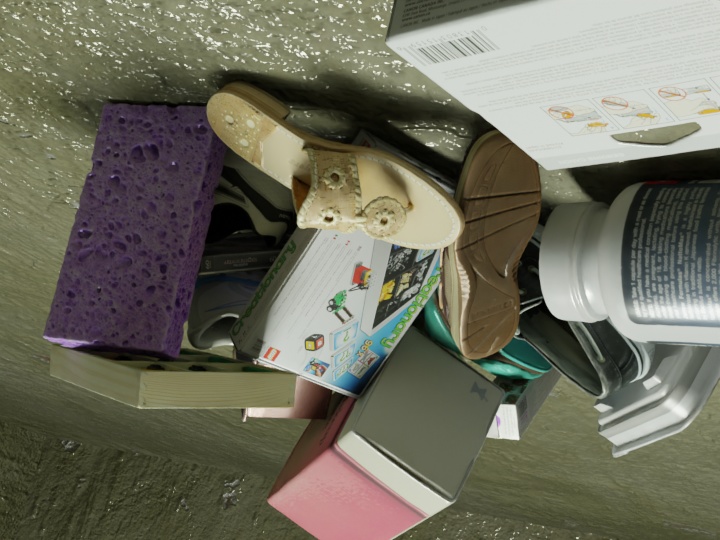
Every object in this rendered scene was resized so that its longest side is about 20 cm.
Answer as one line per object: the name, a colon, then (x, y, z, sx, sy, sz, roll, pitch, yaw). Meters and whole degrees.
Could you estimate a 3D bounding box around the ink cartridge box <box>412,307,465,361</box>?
ink cartridge box: (0.016, 0.042, 1.150, 0.200, 0.076, 0.148, 57, 172, -31)

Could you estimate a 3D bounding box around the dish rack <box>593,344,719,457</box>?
dish rack: (0.265, 0.067, 0.996, 0.044, 0.172, 0.200, 34, 162, 2)

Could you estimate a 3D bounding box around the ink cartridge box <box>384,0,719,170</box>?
ink cartridge box: (0.144, -0.122, 0.671, 0.200, 0.044, 0.174, -4, 156, 43)

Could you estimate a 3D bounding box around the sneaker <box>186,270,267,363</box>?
sneaker: (-0.054, 0.045, 1.005, 0.200, 0.087, 0.075, -2, 132, 4)

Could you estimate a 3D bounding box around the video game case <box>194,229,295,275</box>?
video game case: (-0.086, -0.019, 1.030, 0.200, 0.019, 0.143, -5, -171, -35)

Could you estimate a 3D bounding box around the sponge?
sponge: (-0.174, -0.033, 0.926, 0.111, 0.200, 0.030, 6, 166, 24)

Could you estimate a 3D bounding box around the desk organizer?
desk organizer: (-0.077, 0.050, 1.113, 0.077, 0.200, 0.072, 4, 125, -14)

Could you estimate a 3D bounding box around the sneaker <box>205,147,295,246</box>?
sneaker: (-0.146, -0.068, 0.988, 0.200, 0.088, 0.076, 7, 163, 24)

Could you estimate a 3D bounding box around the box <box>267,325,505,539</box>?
box: (0.019, 0.160, 1.061, 0.109, 0.128, 0.200, 36, 142, -5)

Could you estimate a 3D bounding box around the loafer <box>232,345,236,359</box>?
loafer: (-0.068, 0.058, 1.237, 0.067, 0.076, 0.200, 11, -158, 22)

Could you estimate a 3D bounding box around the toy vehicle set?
toy vehicle set: (-0.153, 0.082, 0.924, 0.124, 0.027, 0.200, 4, 180, -33)

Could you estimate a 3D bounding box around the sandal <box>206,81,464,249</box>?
sandal: (-0.034, -0.057, 0.838, 0.212, 0.070, 0.078, 31, 138, 13)

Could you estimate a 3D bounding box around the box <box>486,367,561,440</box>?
box: (0.169, 0.103, 1.162, 0.039, 0.041, 0.200, 3, -157, 26)

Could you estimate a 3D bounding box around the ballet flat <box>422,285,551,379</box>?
ballet flat: (0.098, 0.055, 1.062, 0.070, 0.067, 0.200, -10, 153, 38)

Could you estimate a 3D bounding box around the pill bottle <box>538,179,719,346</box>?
pill bottle: (0.237, -0.006, 0.840, 0.200, 0.120, 0.120, 1, 159, 34)

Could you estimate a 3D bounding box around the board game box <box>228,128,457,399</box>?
board game box: (0.000, 0.000, 0.940, 0.126, 0.200, 0.035, 26, -164, -33)

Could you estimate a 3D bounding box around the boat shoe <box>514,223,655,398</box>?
boat shoe: (0.146, 0.023, 0.951, 0.200, 0.071, 0.072, 40, 139, 26)

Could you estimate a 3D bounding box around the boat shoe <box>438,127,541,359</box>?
boat shoe: (0.087, -0.027, 0.894, 0.072, 0.072, 0.200, -17, 131, -18)
